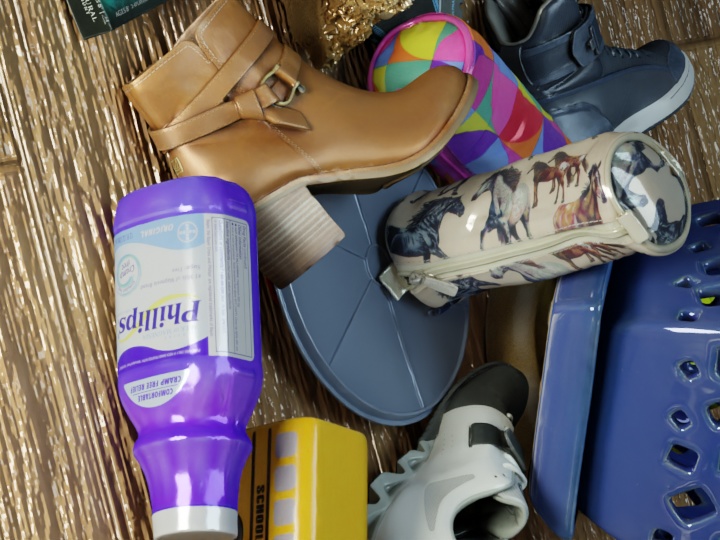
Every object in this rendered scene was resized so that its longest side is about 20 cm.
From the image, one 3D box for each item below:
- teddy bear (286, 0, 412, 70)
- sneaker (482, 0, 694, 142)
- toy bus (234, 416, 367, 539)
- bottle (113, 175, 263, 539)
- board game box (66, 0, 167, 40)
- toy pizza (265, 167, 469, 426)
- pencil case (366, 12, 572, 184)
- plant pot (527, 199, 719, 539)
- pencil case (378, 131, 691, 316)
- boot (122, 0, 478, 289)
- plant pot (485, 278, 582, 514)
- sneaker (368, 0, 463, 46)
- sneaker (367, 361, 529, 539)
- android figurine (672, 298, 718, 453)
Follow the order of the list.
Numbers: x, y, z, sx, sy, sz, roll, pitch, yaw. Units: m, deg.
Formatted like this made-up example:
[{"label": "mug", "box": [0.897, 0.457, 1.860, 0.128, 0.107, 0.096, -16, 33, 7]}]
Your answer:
[{"label": "teddy bear", "box": [0.003, -0.218, 1.717, 0.067, 0.145, 0.201, -10, 117, -23]}, {"label": "sneaker", "box": [0.161, -0.161, 1.989, 0.202, 0.077, 0.147, -41, 114, -50]}, {"label": "toy bus", "box": [-0.040, 0.191, 1.601, 0.065, 0.078, 0.201, 23, 61, -47]}, {"label": "bottle", "box": [-0.096, 0.051, 1.572, 0.065, 0.083, 0.201, 16, 67, -50]}, {"label": "board game box", "box": [-0.126, -0.231, 1.674, 0.200, 0.028, 0.136, -37, 109, -52]}, {"label": "toy pizza", "box": [0.000, 0.000, 1.760, 0.200, 0.032, 0.201, 25, 58, -47]}, {"label": "pencil case", "box": [0.083, -0.086, 1.837, 0.200, 0.088, 0.089, 43, 47, -46]}, {"label": "plant pot", "box": [0.206, 0.068, 1.783, 0.200, 0.179, 0.201, -70, 167, -61]}, {"label": "pencil case", "box": [0.107, -0.028, 1.716, 0.078, 0.200, 0.090, 50, 48, -26]}, {"label": "boot", "box": [-0.035, -0.103, 1.676, 0.200, 0.077, 0.155, -42, 96, -23]}, {"label": "plant pot", "box": [0.155, 0.067, 1.946, 0.200, 0.027, 0.201, 23, 60, -48]}, {"label": "sneaker", "box": [0.023, -0.239, 1.835, 0.082, 0.073, 0.201, 11, 69, -51]}, {"label": "sneaker", "box": [0.074, 0.132, 1.751, 0.200, 0.088, 0.074, -49, 145, -45]}, {"label": "android figurine", "box": [0.200, 0.026, 1.966, 0.182, 0.041, 0.200, -50, 119, -48]}]
